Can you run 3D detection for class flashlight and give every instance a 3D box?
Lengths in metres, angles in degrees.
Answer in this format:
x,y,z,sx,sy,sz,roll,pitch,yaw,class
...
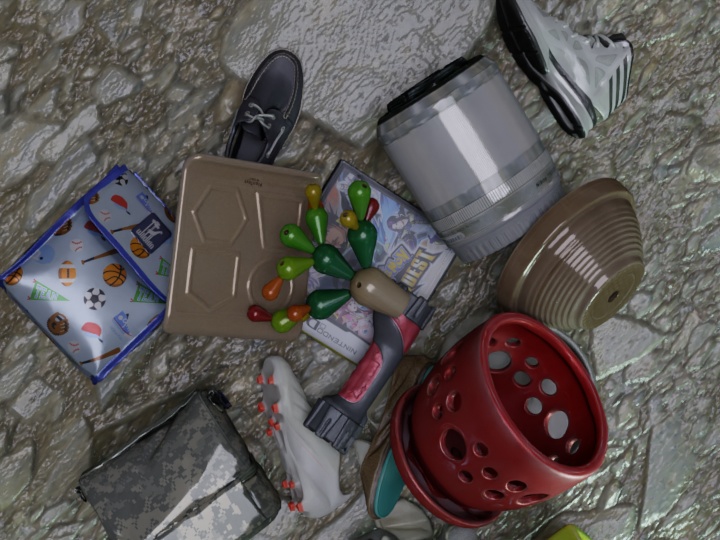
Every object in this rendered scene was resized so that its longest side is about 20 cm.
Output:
x,y,z,sx,sy,sz,roll,pitch,yaw,class
0.007,0.109,1.495,0.067,0.068,0.201,32,83,31,flashlight

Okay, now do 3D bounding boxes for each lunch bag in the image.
x,y,z,sx,sy,sz,roll,pitch,yaw,class
-0.286,0.002,1.468,0.200,0.124,0.170,-44,98,-15,lunch bag
-0.207,0.252,1.484,0.199,0.139,0.168,-35,98,-3,lunch bag

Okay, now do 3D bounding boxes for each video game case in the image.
x,y,z,sx,sy,sz,roll,pitch,yaw,class
0.000,0.000,1.540,0.180,0.026,0.201,32,91,-7,video game case

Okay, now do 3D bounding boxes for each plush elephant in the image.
x,y,z,sx,sy,sz,roll,pitch,yaw,class
0.043,0.356,1.519,0.154,0.200,0.166,25,78,15,plush elephant

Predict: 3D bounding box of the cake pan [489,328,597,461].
x,y,z,sx,sy,sz,roll,pitch,yaw,class
0.188,0.157,1.566,0.198,0.037,0.203,-1,95,-6,cake pan

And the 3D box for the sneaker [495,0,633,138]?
x,y,z,sx,sy,sz,roll,pitch,yaw,class
0.248,-0.270,1.528,0.115,0.076,0.201,-37,105,-10,sneaker

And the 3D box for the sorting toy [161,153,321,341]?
x,y,z,sx,sy,sz,roll,pitch,yaw,class
-0.136,-0.023,1.462,0.184,0.036,0.202,6,95,-38,sorting toy

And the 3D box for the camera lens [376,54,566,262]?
x,y,z,sx,sy,sz,roll,pitch,yaw,class
0.124,-0.131,1.474,0.159,0.160,0.201,-32,97,-2,camera lens

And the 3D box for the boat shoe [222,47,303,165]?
x,y,z,sx,sy,sz,roll,pitch,yaw,class
-0.115,-0.163,1.496,0.072,0.063,0.202,23,93,-8,boat shoe

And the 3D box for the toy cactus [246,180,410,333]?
x,y,z,sx,sy,sz,roll,pitch,yaw,class
-0.023,0.001,1.451,0.164,0.102,0.201,31,93,-8,toy cactus

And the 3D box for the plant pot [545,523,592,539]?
x,y,z,sx,sy,sz,roll,pitch,yaw,class
0.237,0.435,1.492,0.181,0.199,0.201,-34,63,5,plant pot

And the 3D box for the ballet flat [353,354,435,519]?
x,y,z,sx,sy,sz,roll,pitch,yaw,class
0.032,0.193,1.540,0.072,0.068,0.202,16,85,33,ballet flat

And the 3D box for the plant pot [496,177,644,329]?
x,y,z,sx,sy,sz,roll,pitch,yaw,class
0.258,0.001,1.472,0.201,0.201,0.093,-44,63,-1,plant pot

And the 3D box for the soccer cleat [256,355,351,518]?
x,y,z,sx,sy,sz,roll,pitch,yaw,class
-0.068,0.194,1.536,0.077,0.069,0.202,-17,94,-25,soccer cleat

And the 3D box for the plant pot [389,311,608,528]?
x,y,z,sx,sy,sz,roll,pitch,yaw,class
0.147,0.173,1.434,0.200,0.201,0.182,45,128,-8,plant pot
